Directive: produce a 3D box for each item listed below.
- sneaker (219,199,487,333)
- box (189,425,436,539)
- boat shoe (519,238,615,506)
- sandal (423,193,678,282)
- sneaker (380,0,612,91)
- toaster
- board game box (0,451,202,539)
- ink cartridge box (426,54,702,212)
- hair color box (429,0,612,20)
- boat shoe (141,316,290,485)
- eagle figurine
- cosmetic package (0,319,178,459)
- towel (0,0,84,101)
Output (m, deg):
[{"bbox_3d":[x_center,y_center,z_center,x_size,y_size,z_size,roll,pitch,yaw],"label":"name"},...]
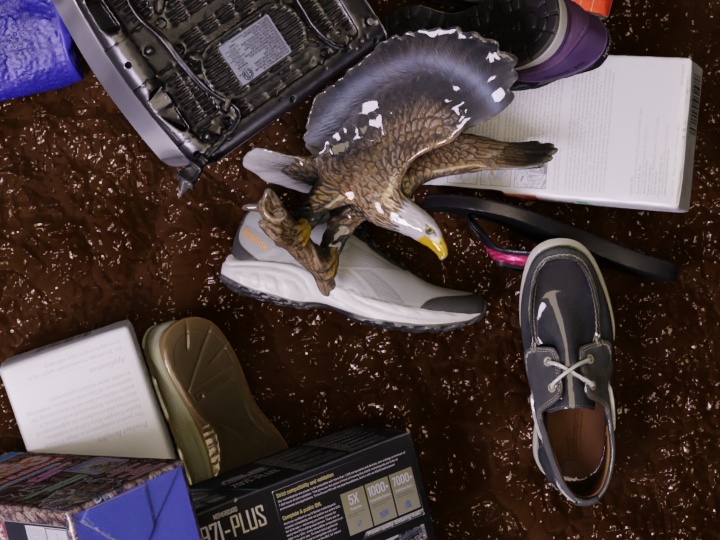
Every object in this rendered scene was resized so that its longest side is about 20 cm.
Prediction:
[{"bbox_3d":[0.000,0.000,1.289,0.199,0.074,0.080,15,84,-4],"label":"sneaker"},{"bbox_3d":[-0.047,0.219,1.237,0.199,0.086,0.165,-19,98,-30],"label":"box"},{"bbox_3d":[0.157,0.075,1.275,0.071,0.068,0.201,-6,110,0],"label":"boat shoe"},{"bbox_3d":[0.140,-0.014,1.299,0.199,0.075,0.045,19,89,-7],"label":"sandal"},{"bbox_3d":[0.090,-0.150,1.261,0.087,0.199,0.076,14,79,-43],"label":"sneaker"},{"bbox_3d":[-0.110,-0.180,1.235,0.200,0.119,0.181,-37,99,-14],"label":"toaster"},{"bbox_3d":[-0.196,0.213,1.159,0.097,0.199,0.160,-21,103,-43],"label":"board game box"},{"bbox_3d":[0.148,-0.106,1.299,0.199,0.050,0.110,6,91,21],"label":"ink cartridge box"},{"bbox_3d":[0.081,-0.228,1.272,0.199,0.111,0.064,14,89,-4],"label":"hair color box"},{"bbox_3d":[-0.104,0.130,1.294,0.073,0.063,0.201,-31,100,-29],"label":"boat shoe"},{"bbox_3d":[0.025,-0.073,1.213,0.200,0.152,0.151,-45,103,-1],"label":"eagle figurine"},{"bbox_3d":[-0.184,0.146,1.277,0.101,0.074,0.201,-18,94,-4],"label":"cosmetic package"},{"bbox_3d":[-0.314,-0.187,1.272,0.199,0.050,0.148,-15,91,-4],"label":"towel"}]
